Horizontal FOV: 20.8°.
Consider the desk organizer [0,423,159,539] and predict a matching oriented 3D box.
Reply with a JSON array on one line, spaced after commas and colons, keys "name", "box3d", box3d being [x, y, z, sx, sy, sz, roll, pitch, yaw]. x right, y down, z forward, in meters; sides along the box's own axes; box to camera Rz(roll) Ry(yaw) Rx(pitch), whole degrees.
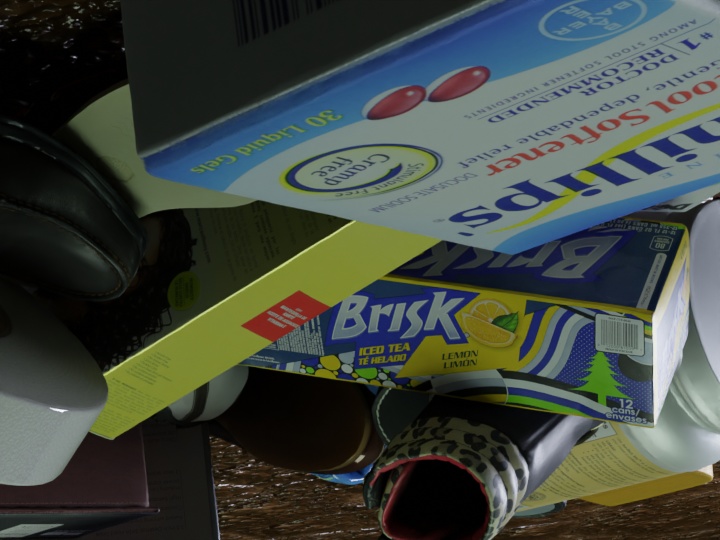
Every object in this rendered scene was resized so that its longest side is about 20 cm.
[{"name": "desk organizer", "box3d": [-0.199, 0.085, 0.932, 0.199, 0.078, 0.071, 6, 160, -44]}]

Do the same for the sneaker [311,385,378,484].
[{"name": "sneaker", "box3d": [-0.046, 0.087, 1.209, 0.199, 0.106, 0.075, -21, 159, 40]}]

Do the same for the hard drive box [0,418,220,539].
[{"name": "hard drive box", "box3d": [-0.160, 0.110, 1.062, 0.155, 0.202, 0.077, -3, 164, -13]}]

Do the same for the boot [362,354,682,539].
[{"name": "boot", "box3d": [0.041, 0.078, 0.943, 0.203, 0.074, 0.154, -22, -168, 49]}]

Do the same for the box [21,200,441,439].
[{"name": "box", "box3d": [-0.051, -0.008, 0.821, 0.199, 0.076, 0.050, -32, 145, 20]}]

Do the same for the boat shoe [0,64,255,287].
[{"name": "boat shoe", "box3d": [-0.083, -0.056, 0.770, 0.201, 0.063, 0.074, -23, 128, 41]}]

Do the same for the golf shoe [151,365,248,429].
[{"name": "golf shoe", "box3d": [-0.078, 0.018, 0.958, 0.094, 0.078, 0.200, -15, 154, 11]}]

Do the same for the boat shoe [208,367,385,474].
[{"name": "boat shoe", "box3d": [-0.055, 0.072, 1.135, 0.199, 0.071, 0.070, 18, 177, 41]}]

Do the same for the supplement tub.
[{"name": "supplement tub", "box3d": [0.126, 0.048, 1.074, 0.199, 0.147, 0.145, -19, 161, 36]}]

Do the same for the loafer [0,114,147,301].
[{"name": "loafer", "box3d": [-0.165, -0.024, 0.715, 0.199, 0.073, 0.073, 26, 143, -34]}]

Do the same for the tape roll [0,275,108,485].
[{"name": "tape roll", "box3d": [-0.189, 0.009, 0.749, 0.037, 0.202, 0.203, -55, 152, 6]}]

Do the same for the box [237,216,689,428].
[{"name": "box", "box3d": [0.042, 0.011, 0.870, 0.198, 0.070, 0.065, 8, 128, 19]}]

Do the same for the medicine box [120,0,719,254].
[{"name": "medicine box", "box3d": [0.055, -0.089, 0.630, 0.181, 0.104, 0.199, -20, 160, 38]}]

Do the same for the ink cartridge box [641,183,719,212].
[{"name": "ink cartridge box", "box3d": [0.115, -0.065, 0.822, 0.103, 0.060, 0.200, -1, 164, -27]}]

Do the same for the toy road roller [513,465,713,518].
[{"name": "toy road roller", "box3d": [0.117, 0.078, 1.230, 0.199, 0.124, 0.146, -19, 154, 38]}]
